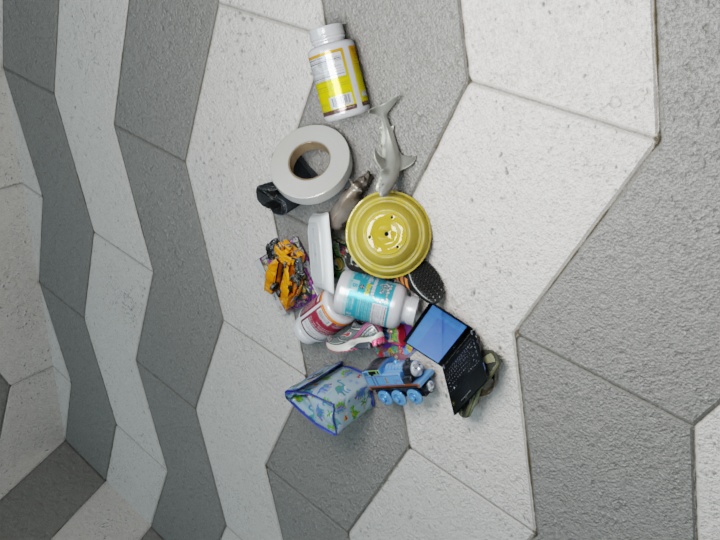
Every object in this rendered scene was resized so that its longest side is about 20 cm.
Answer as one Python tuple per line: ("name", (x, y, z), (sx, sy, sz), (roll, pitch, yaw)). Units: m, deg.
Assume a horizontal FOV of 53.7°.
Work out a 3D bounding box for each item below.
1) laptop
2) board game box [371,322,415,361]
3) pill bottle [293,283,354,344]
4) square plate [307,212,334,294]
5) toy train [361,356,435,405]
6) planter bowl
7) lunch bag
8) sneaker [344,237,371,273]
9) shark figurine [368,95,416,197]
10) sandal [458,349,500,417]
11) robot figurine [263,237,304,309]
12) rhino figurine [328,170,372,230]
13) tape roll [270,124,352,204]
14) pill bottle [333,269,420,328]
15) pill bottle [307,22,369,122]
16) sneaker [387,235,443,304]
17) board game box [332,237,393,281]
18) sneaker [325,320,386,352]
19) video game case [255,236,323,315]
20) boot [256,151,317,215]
("laptop", (0.194, 0.207, 1.659), (0.178, 0.102, 0.202), (118, 149, -48))
("board game box", (0.066, 0.167, 1.828), (0.158, 0.039, 0.200), (51, 136, 14))
("pill bottle", (-0.097, 0.123, 1.914), (0.200, 0.113, 0.114), (-37, 82, 47))
("square plate", (-0.104, -0.045, 1.803), (0.200, 0.028, 0.201), (-166, 71, -75))
("toy train", (0.100, 0.277, 1.806), (0.199, 0.087, 0.115), (-13, 110, 47))
("planter bowl", (0.060, -0.081, 1.599), (0.198, 0.083, 0.203), (0, 93, 5))
("lunch bag", (-0.086, 0.337, 1.966), (0.199, 0.169, 0.129), (16, 121, 41))
("sneaker", (0.022, -0.085, 1.719), (0.076, 0.089, 0.202), (24, 119, 6))
("shark figurine", (0.079, -0.272, 1.595), (0.088, 0.128, 0.217), (-1, 92, 18))
("sandal", (0.278, 0.261, 1.656), (0.080, 0.057, 0.202), (-107, 28, -47))
("robot figurine", (-0.208, 0.002, 1.950), (0.145, 0.058, 0.201), (39, 133, 23))
("rhino figurine", (-0.021, -0.169, 1.715), (0.060, 0.087, 0.200), (48, 136, 14))
("tape roll", (-0.118, -0.254, 1.702), (0.202, 0.203, 0.037), (39, 170, 24))
("pill bottle", (0.041, 0.074, 1.720), (0.198, 0.111, 0.112), (14, 123, 7))
("pill bottle", (-0.053, -0.444, 1.597), (0.109, 0.109, 0.202), (-2, 107, 45))
("sneaker", (0.118, 0.007, 1.693), (0.200, 0.070, 0.090), (47, 157, 12))
("board game box", (0.000, 0.000, 1.821), (0.199, 0.023, 0.106), (27, 124, 33))
("sneaker", (-0.012, 0.165, 1.826), (0.199, 0.080, 0.076), (-15, 86, 44))
("video game case", (-0.202, 0.019, 2.022), (0.199, 0.036, 0.183), (-24, 93, 47))
("boot", (-0.203, -0.230, 1.805), (0.200, 0.167, 0.077), (43, 134, 21))
